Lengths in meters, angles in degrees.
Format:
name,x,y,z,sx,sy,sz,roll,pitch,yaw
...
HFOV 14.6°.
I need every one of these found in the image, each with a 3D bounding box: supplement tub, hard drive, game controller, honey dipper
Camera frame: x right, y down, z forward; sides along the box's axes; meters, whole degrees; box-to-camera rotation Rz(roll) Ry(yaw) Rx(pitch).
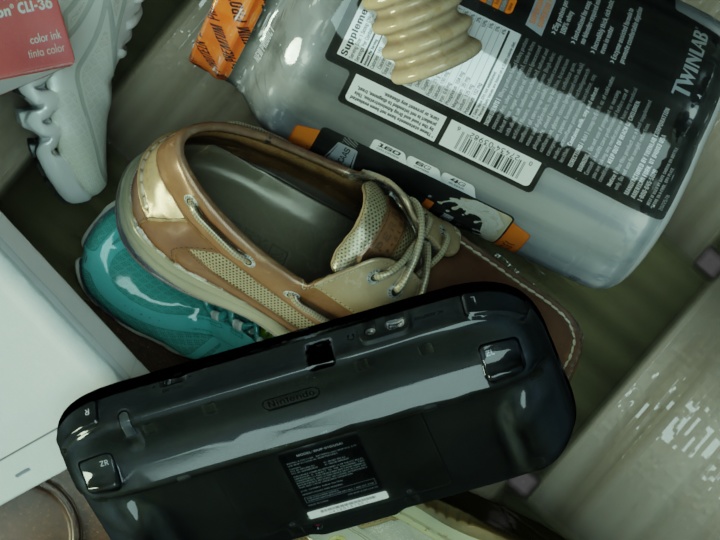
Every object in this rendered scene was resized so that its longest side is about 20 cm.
name,x,y,z,sx,sy,sz,roll,pitch,yaw
supplement tub,0.039,-0.085,1.138,0.199,0.123,0.123,26,98,-4
hard drive,-0.190,0.012,1.120,0.132,0.027,0.200,-29,115,27
game controller,-0.016,0.064,1.110,0.199,0.042,0.104,-16,142,10
honey dipper,-0.006,-0.168,1.040,0.038,0.038,0.201,-21,100,3

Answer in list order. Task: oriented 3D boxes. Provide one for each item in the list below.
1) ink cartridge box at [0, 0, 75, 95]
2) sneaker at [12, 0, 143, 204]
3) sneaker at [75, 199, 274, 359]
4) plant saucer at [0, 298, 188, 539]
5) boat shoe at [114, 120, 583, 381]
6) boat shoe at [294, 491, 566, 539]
name,x,y,z,sx,sy,sz,roll,pitch,yaw
ink cartridge box,-0.197,-0.159,1.116,0.116,0.067,0.201,-15,91,46
sneaker,-0.111,-0.127,1.160,0.081,0.075,0.201,-4,102,-11
sneaker,-0.024,0.023,1.177,0.199,0.080,0.078,23,100,-3
plant saucer,-0.146,0.110,1.214,0.199,0.034,0.202,0,100,-1
boat shoe,0.000,0.000,1.114,0.199,0.072,0.076,22,63,-10
boat shoe,0.003,0.114,1.192,0.199,0.074,0.067,26,98,-9
